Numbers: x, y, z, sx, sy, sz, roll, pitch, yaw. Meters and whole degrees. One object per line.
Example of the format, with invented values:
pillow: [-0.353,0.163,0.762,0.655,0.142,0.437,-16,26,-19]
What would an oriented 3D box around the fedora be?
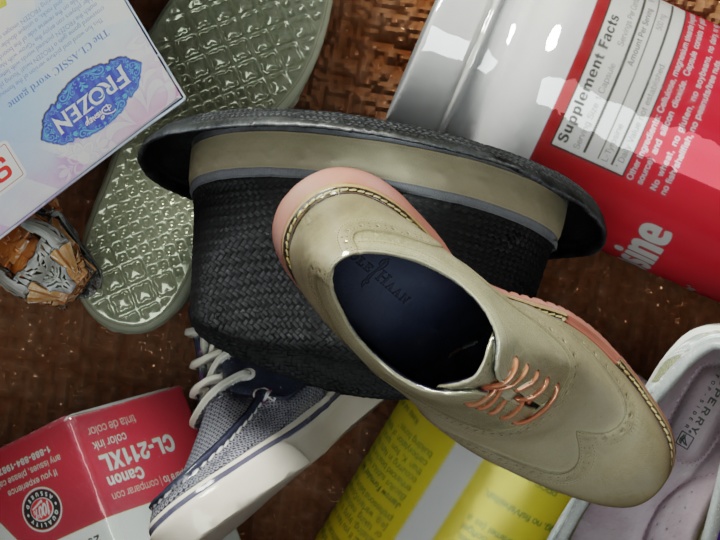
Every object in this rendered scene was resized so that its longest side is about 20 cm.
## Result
fedora: [0.000,0.000,1.244,0.199,0.201,0.092,9,77,1]

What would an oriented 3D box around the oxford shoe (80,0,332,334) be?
oxford shoe: [-0.072,-0.064,1.354,0.075,0.058,0.201,23,84,5]

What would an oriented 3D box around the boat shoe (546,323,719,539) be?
boat shoe: [0.114,0.116,1.250,0.074,0.065,0.203,30,97,14]

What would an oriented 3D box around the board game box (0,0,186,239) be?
board game box: [-0.198,-0.092,1.178,0.200,0.041,0.200,-38,116,-17]

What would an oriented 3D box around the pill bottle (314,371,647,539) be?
pill bottle: [0.046,0.120,1.344,0.114,0.114,0.201,31,99,-3]

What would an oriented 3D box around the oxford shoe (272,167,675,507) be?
oxford shoe: [0.048,0.042,1.164,0.200,0.074,0.071,34,103,-21]

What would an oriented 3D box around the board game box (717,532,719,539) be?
board game box: [0.174,0.201,1.350,0.199,0.046,0.152,28,99,-26]

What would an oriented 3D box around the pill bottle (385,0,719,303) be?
pill bottle: [0.118,-0.064,1.314,0.199,0.112,0.113,24,99,-1]

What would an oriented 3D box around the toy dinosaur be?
toy dinosaur: [-0.186,-0.057,1.308,0.102,0.136,0.201,-34,80,14]

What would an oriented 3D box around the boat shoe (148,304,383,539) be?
boat shoe: [-0.054,0.052,1.307,0.075,0.200,0.093,-41,88,32]

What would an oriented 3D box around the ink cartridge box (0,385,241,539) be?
ink cartridge box: [-0.116,0.173,1.326,0.145,0.083,0.201,-26,83,34]
